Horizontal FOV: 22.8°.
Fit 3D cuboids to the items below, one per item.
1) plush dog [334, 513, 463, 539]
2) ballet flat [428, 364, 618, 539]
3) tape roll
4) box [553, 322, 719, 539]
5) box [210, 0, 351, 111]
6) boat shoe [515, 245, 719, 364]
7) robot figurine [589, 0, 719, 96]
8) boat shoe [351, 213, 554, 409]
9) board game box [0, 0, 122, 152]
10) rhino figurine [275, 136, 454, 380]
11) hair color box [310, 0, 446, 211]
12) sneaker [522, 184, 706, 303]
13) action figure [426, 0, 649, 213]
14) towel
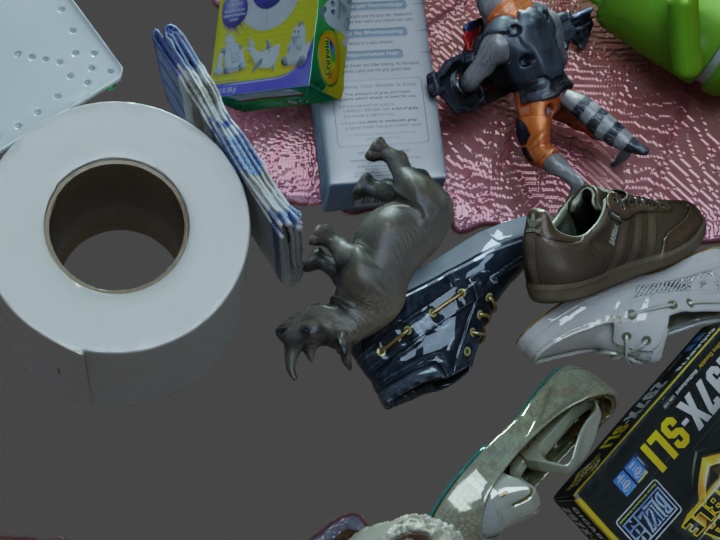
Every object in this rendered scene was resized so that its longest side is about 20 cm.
[{"bbox_3d":[0.033,0.277,1.312,0.200,0.160,0.172,-41,93,10],"label":"plush dog"},{"bbox_3d":[0.127,0.152,1.382,0.062,0.068,0.200,25,65,38],"label":"ballet flat"},{"bbox_3d":[-0.186,-0.010,1.375,0.201,0.139,0.204,2,70,-5],"label":"tape roll"},{"bbox_3d":[0.270,0.163,1.389,0.160,0.049,0.200,47,71,-4],"label":"box"},{"bbox_3d":[-0.060,-0.237,1.470,0.117,0.048,0.202,-3,75,40],"label":"box"},{"bbox_3d":[0.223,0.042,1.437,0.199,0.071,0.070,-20,73,-15],"label":"boat shoe"},{"bbox_3d":[0.281,-0.226,1.517,0.199,0.116,0.176,34,37,2],"label":"robot figurine"},{"bbox_3d":[0.084,0.034,1.430,0.199,0.071,0.091,-27,75,-7],"label":"boat shoe"},{"bbox_3d":[-0.332,-0.183,1.485,0.199,0.026,0.200,-34,77,-17],"label":"board game box"},{"bbox_3d":[0.000,0.000,1.379,0.087,0.060,0.201,29,73,11],"label":"rhino figurine"},{"bbox_3d":[0.008,-0.155,1.493,0.098,0.061,0.201,-4,71,-7],"label":"hair color box"},{"bbox_3d":[0.205,-0.036,1.415,0.199,0.070,0.076,-24,110,-41],"label":"sneaker"},{"bbox_3d":[0.165,-0.168,1.479,0.200,0.104,0.194,-37,94,-35],"label":"action figure"},{"bbox_3d":[-0.101,-0.088,1.409,0.024,0.147,0.201,-30,74,-11],"label":"towel"}]
